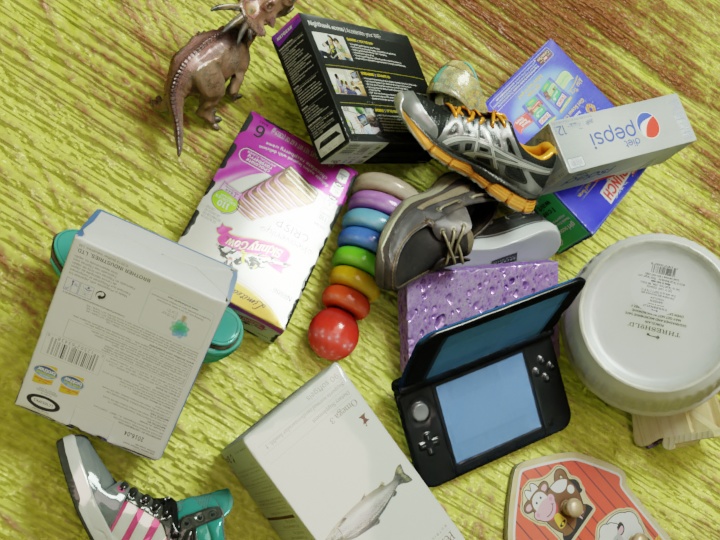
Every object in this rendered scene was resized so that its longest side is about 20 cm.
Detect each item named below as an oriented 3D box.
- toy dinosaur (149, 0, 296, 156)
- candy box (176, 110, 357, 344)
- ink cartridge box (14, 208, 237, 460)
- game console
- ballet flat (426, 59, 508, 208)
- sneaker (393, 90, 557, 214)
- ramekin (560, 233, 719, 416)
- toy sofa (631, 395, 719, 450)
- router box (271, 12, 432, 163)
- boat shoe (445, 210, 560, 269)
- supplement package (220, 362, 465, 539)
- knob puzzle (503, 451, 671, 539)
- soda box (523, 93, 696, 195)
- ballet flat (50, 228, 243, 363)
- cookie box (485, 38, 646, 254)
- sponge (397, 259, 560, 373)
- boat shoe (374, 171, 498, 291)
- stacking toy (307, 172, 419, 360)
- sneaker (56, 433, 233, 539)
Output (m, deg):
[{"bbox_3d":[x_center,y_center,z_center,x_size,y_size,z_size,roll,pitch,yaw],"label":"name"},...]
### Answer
[{"bbox_3d":[-0.155,-0.223,0.824,0.085,0.136,0.202,34,65,-7],"label":"toy dinosaur"},{"bbox_3d":[-0.103,-0.046,0.827,0.135,0.061,0.202,28,65,-10],"label":"candy box"},{"bbox_3d":[-0.206,0.070,0.688,0.135,0.077,0.202,24,108,-9],"label":"ink cartridge box"},{"bbox_3d":[0.143,0.117,0.809,0.197,0.118,0.174,-18,94,-19],"label":"game console"},{"bbox_3d":[0.131,-0.139,0.910,0.071,0.070,0.202,-42,116,-27],"label":"ballet flat"},{"bbox_3d":[0.122,-0.140,0.840,0.198,0.078,0.079,28,22,-22],"label":"sneaker"},{"bbox_3d":[0.317,0.055,0.863,0.197,0.105,0.204,-4,78,17],"label":"ramekin"},{"bbox_3d":[0.368,0.109,0.953,0.082,0.097,0.203,4,69,-45],"label":"toy sofa"},{"bbox_3d":[0.008,-0.195,0.879,0.199,0.051,0.151,-9,74,-51],"label":"router box"},{"bbox_3d":[0.134,-0.023,0.914,0.197,0.069,0.057,-13,42,-17],"label":"boat shoe"},{"bbox_3d":[-0.020,0.209,0.742,0.116,0.117,0.201,-36,88,-27],"label":"supplement package"},{"bbox_3d":[0.238,0.288,0.863,0.216,0.030,0.224,6,71,-18],"label":"knob puzzle"},{"bbox_3d":[0.288,-0.146,0.920,0.197,0.068,0.064,-16,78,-24],"label":"soda box"},{"bbox_3d":[-0.207,0.034,0.755,0.198,0.071,0.068,28,54,-7],"label":"ballet flat"},{"bbox_3d":[0.243,-0.154,0.986,0.200,0.075,0.171,46,63,-1],"label":"cookie box"},{"bbox_3d":[0.135,0.051,0.880,0.197,0.030,0.114,-4,98,-23],"label":"sponge"},{"bbox_3d":[0.084,-0.043,0.822,0.072,0.075,0.200,17,42,28],"label":"boat shoe"},{"bbox_3d":[0.000,0.000,0.843,0.084,0.085,0.203,25,69,-11],"label":"stacking toy"},{"bbox_3d":[-0.175,0.214,0.698,0.120,0.083,0.202,-28,92,-21],"label":"sneaker"}]
